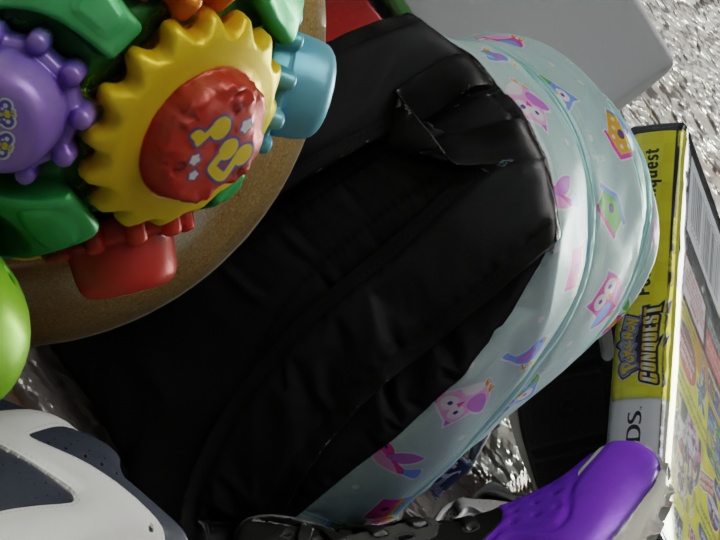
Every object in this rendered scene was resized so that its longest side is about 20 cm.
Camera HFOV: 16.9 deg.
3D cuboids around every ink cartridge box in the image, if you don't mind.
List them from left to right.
[{"bbox_3d":[0.029,-0.139,0.985,0.146,0.084,0.200,55,0,-24],"label":"ink cartridge box"}]

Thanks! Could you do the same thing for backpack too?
[{"bbox_3d":[0.000,0.000,0.823,0.167,0.200,0.127,56,26,13],"label":"backpack"}]

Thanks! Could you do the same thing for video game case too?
[{"bbox_3d":[0.136,0.069,0.991,0.200,0.025,0.181,59,33,-54],"label":"video game case"}]

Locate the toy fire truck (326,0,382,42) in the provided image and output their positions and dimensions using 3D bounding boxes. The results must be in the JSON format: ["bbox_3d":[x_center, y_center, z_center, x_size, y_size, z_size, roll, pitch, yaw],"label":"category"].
[{"bbox_3d":[-0.028,-0.103,0.999,0.141,0.049,0.200,52,1,15],"label":"toy fire truck"}]

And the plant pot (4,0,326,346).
[{"bbox_3d":[-0.111,-0.076,0.753,0.200,0.200,0.027,52,3,3],"label":"plant pot"}]

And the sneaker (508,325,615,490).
[{"bbox_3d":[0.078,0.015,1.071,0.076,0.115,0.201,-11,94,-19],"label":"sneaker"}]

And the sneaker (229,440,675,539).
[{"bbox_3d":[0.007,0.103,0.748,0.100,0.200,0.070,45,-20,9],"label":"sneaker"}]

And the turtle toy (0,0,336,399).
[{"bbox_3d":[-0.084,-0.041,0.646,0.101,0.200,0.146,40,-9,33],"label":"turtle toy"}]

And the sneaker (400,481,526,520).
[{"bbox_3d":[0.034,0.125,0.880,0.082,0.075,0.200,46,14,11],"label":"sneaker"}]

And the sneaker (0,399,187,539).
[{"bbox_3d":[-0.090,0.108,0.673,0.129,0.080,0.199,15,32,-38],"label":"sneaker"}]
